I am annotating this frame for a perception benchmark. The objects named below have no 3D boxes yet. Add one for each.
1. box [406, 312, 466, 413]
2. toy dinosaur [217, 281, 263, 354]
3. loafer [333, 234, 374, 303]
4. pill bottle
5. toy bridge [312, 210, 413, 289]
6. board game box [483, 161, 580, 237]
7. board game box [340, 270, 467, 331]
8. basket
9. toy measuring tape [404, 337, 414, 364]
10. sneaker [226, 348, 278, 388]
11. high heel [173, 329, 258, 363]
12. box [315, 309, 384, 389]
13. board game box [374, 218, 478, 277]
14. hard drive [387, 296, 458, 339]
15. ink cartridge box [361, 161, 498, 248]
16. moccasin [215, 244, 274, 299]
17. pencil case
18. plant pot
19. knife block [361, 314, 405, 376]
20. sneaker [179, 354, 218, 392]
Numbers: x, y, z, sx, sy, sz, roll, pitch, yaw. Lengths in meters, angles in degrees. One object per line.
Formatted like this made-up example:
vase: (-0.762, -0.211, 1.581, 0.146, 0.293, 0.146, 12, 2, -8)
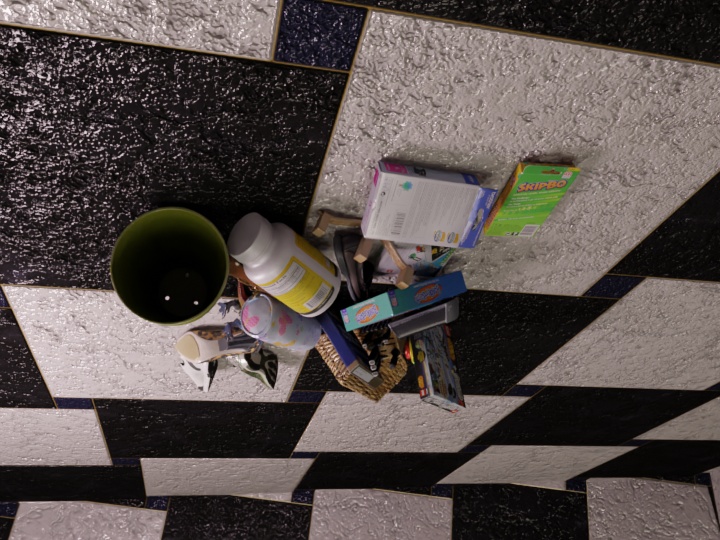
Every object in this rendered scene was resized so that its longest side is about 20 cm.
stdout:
box: (0.165, 0.198, 1.519, 0.039, 0.204, 0.136, -27, 144, 29)
toy dinosaur: (-0.204, 0.104, 1.433, 0.179, 0.107, 0.200, -4, 147, -42)
loafer: (0.000, 0.000, 1.283, 0.061, 0.073, 0.201, -12, 148, 7)
pill bottle: (-0.131, -0.012, 1.188, 0.110, 0.113, 0.199, -21, 139, 30)
toy bridge: (0.009, -0.047, 1.186, 0.198, 0.068, 0.027, 33, 152, -16)
board game box: (0.278, -0.117, 1.143, 0.093, 0.031, 0.201, 1, 154, -10)
board game box: (0.082, 0.057, 1.310, 0.197, 0.046, 0.151, -14, 174, -38)
basket: (0.007, 0.196, 1.645, 0.143, 0.149, 0.200, -45, 142, 5)
toy measuring tape: (0.143, 0.185, 1.665, 0.072, 0.076, 0.200, -9, 174, 9)
sneaker: (-0.262, 0.226, 1.677, 0.086, 0.078, 0.201, 0, 149, 22)
high heel: (-0.317, 0.167, 1.568, 0.196, 0.073, 0.141, -6, 177, 35)
box: (-0.032, 0.147, 1.443, 0.032, 0.201, 0.121, -41, 144, 5)
board game box: (0.112, -0.052, 1.232, 0.123, 0.035, 0.201, 6, 150, -16)
hard drive: (0.132, 0.093, 1.372, 0.132, 0.043, 0.200, -21, 177, 13)
ink cartridge box: (0.108, -0.100, 1.098, 0.195, 0.042, 0.121, 7, 125, -14)
moccasin: (-0.181, 0.010, 1.273, 0.077, 0.076, 0.199, -14, 154, 38)
pencil case: (-0.156, 0.105, 1.397, 0.081, 0.093, 0.199, -7, 164, 26)
plant pot: (-0.311, 0.015, 1.184, 0.182, 0.192, 0.200, 1, 166, -8)
knife block: (0.055, 0.153, 1.450, 0.062, 0.179, 0.201, -11, 151, 14)
sneaker: (-0.389, 0.229, 1.666, 0.078, 0.075, 0.202, 14, 145, -1)
